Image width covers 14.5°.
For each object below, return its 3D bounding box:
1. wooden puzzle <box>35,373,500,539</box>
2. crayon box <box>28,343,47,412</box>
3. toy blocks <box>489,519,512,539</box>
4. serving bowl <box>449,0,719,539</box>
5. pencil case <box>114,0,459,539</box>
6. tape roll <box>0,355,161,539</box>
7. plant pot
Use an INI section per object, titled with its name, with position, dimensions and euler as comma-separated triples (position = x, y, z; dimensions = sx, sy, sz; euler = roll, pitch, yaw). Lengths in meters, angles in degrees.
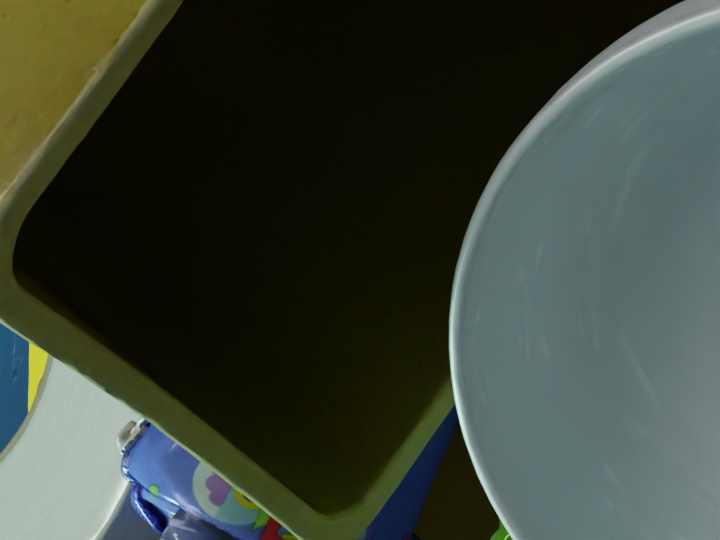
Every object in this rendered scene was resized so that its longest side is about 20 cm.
[wooden puzzle]
position = -0.009, 0.094, 0.855
dimensions = 0.199, 0.037, 0.186
euler = -10, 64, 17
[crayon box]
position = -0.056, -0.029, 1.068
dimensions = 0.200, 0.058, 0.173
euler = -33, 50, 49
[toy blocks]
position = 0.103, -0.021, 0.785
dimensions = 0.200, 0.100, 0.137
euler = -53, 25, 43
[serving bowl]
position = 0.125, 0.013, 0.658
dimensions = 0.200, 0.200, 0.066
euler = -53, 4, 33
[pencil case]
position = 0.000, 0.000, 0.803
dimensions = 0.078, 0.087, 0.201
euler = 140, 155, -79
[tape roll]
position = -0.118, 0.018, 0.885
dimensions = 0.202, 0.037, 0.204
euler = -8, 78, 40
[plant pot]
position = -0.056, -0.083, 0.712
dimensions = 0.200, 0.195, 0.195
euler = 33, 84, 34
